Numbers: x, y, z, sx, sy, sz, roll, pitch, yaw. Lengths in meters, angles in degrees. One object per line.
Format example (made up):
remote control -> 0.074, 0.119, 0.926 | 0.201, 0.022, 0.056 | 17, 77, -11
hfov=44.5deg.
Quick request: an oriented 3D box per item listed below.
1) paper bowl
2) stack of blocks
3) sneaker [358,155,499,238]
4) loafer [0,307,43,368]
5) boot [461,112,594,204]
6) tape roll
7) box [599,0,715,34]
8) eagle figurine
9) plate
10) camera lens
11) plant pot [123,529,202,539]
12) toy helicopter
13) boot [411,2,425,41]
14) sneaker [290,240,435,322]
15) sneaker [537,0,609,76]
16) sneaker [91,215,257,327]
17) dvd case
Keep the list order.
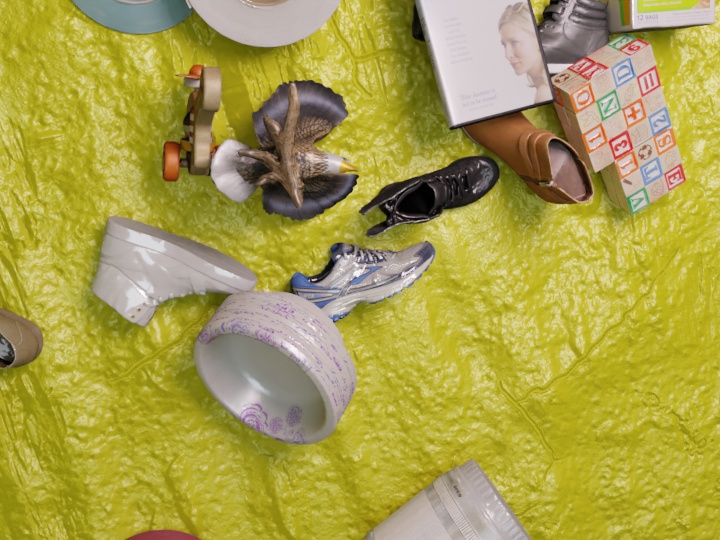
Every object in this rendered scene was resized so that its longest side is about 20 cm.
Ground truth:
paper bowl -> -0.097, 0.109, 1.078 | 0.197, 0.105, 0.203 | 18, 135, 18
stack of blocks -> 0.323, -0.173, 1.100 | 0.114, 0.059, 0.202 | -30, 121, -1
sneaker -> 0.090, -0.092, 1.092 | 0.196, 0.104, 0.061 | -17, 102, -4
loafer -> -0.486, 0.064, 1.066 | 0.196, 0.067, 0.077 | 19, 98, -10
boot -> 0.199, -0.160, 1.067 | 0.199, 0.155, 0.074 | 41, 94, -13
tape roll -> -0.109, -0.361, 0.993 | 0.198, 0.071, 0.206 | -1, 128, -2
box -> 0.357, -0.397, 1.070 | 0.110, 0.101, 0.205 | -5, 101, -7
eagle figurine -> -0.070, -0.132, 1.028 | 0.150, 0.200, 0.152 | 40, 104, -6
plate -> -0.266, -0.383, 1.032 | 0.195, 0.026, 0.205 | -1, 101, -6
camera lens -> 0.112, 0.368, 1.154 | 0.199, 0.160, 0.161 | -37, 103, 1
plant pot -> -0.259, 0.462, 1.116 | 0.195, 0.179, 0.205 | -2, 102, -8
toy helicopter -> -0.178, -0.184, 0.998 | 0.077, 0.200, 0.135 | 3, 78, -17
boot -> 0.061, -0.358, 1.051 | 0.206, 0.079, 0.162 | 3, 100, -8
sneaker -> 0.000, 0.000, 1.115 | 0.197, 0.077, 0.087 | -25, 99, -2
sneaker -> 0.221, -0.293, 1.092 | 0.195, 0.071, 0.102 | -4, 100, -13
sneaker -> -0.234, 0.021, 1.094 | 0.196, 0.074, 0.118 | 20, 100, -1
dvd case -> 0.140, -0.277, 1.018 | 0.140, 0.018, 0.204 | -16, 92, -17
